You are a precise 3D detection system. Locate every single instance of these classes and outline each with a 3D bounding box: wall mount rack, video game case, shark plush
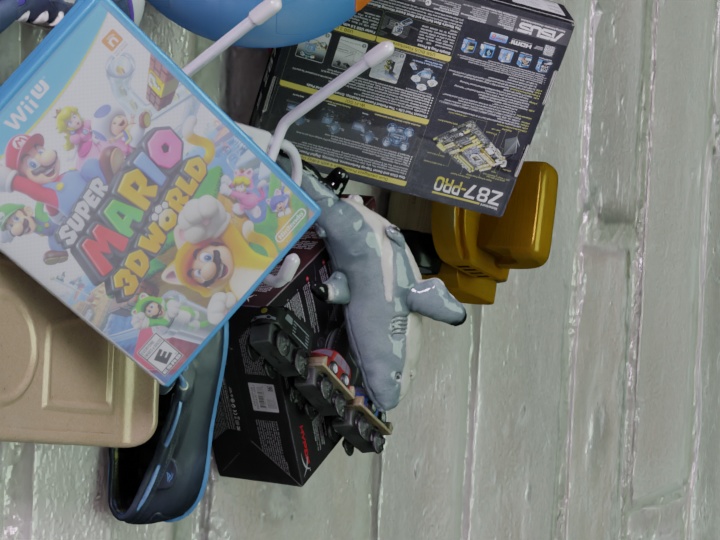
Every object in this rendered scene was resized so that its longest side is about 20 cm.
[{"bbox_3d":[-0.069,-0.082,1.121,0.200,0.074,0.175,11,101,-54],"label":"wall mount rack"},{"bbox_3d":[-0.131,-0.042,1.030,0.143,0.018,0.200,-48,124,-4],"label":"video game case"},{"bbox_3d":[0.000,0.000,1.263,0.083,0.091,0.201,-44,129,-29],"label":"shark plush"}]

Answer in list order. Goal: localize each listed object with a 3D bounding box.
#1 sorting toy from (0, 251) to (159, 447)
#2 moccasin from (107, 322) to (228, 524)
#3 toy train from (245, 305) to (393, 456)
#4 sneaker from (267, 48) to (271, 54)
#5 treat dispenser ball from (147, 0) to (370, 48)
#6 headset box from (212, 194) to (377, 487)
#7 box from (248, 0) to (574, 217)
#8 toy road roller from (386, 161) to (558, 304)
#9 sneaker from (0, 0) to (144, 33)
[{"bbox_3d":[-0.193,0.008,1.063,0.200,0.036,0.186,12,78,-55],"label":"sorting toy"},{"bbox_3d":[-0.129,0.069,1.172,0.068,0.080,0.201,-8,99,-54],"label":"moccasin"},{"bbox_3d":[-0.027,0.078,1.266,0.200,0.034,0.046,50,38,-52],"label":"toy train"},{"bbox_3d":[-0.017,-0.231,1.351,0.088,0.081,0.201,1,97,-66],"label":"sneaker"},{"bbox_3d":[-0.063,-0.240,1.123,0.201,0.200,0.202,-16,108,-62],"label":"treat dispenser ball"},{"bbox_3d":[-0.042,0.042,1.346,0.200,0.077,0.149,-49,136,-51],"label":"headset box"},{"bbox_3d":[0.034,-0.137,1.298,0.049,0.199,0.162,-105,-150,-64],"label":"box"},{"bbox_3d":[0.111,-0.042,1.562,0.200,0.145,0.124,23,73,-62],"label":"toy road roller"},{"bbox_3d":[-0.205,-0.149,0.999,0.147,0.080,0.200,-64,151,-22],"label":"sneaker"}]
